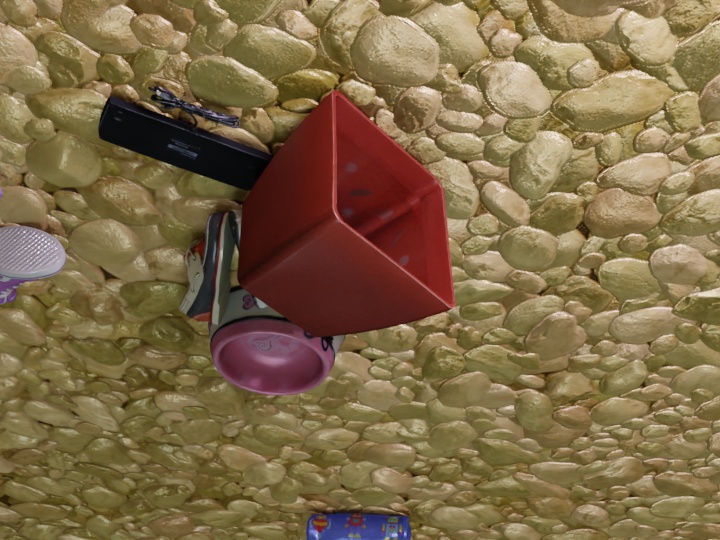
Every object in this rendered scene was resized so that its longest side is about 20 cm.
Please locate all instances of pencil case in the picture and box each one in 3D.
[{"bbox_3d":[-0.004,0.499,2.033,0.200,0.078,0.087,-1,113,8],"label":"pencil case"}]

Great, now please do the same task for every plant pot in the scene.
[{"bbox_3d":[-0.029,-0.040,1.223,0.176,0.200,0.200,-30,131,28],"label":"plant pot"}]

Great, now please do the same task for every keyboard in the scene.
[{"bbox_3d":[-0.196,-0.158,1.254,0.200,0.021,0.127,18,146,-18],"label":"keyboard"}]

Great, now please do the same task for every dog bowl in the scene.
[{"bbox_3d":[-0.122,0.105,1.542,0.200,0.074,0.200,3,142,3],"label":"dog bowl"}]

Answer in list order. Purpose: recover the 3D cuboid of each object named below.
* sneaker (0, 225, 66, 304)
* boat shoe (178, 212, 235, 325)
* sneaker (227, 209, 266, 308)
[{"bbox_3d":[-0.463,-0.001,1.452,0.200,0.073,0.114,2,147,20],"label":"sneaker"},{"bbox_3d":[-0.201,-0.004,1.415,0.063,0.071,0.200,18,139,3],"label":"boat shoe"},{"bbox_3d":[-0.108,-0.017,1.384,0.090,0.078,0.200,-18,154,-7],"label":"sneaker"}]
